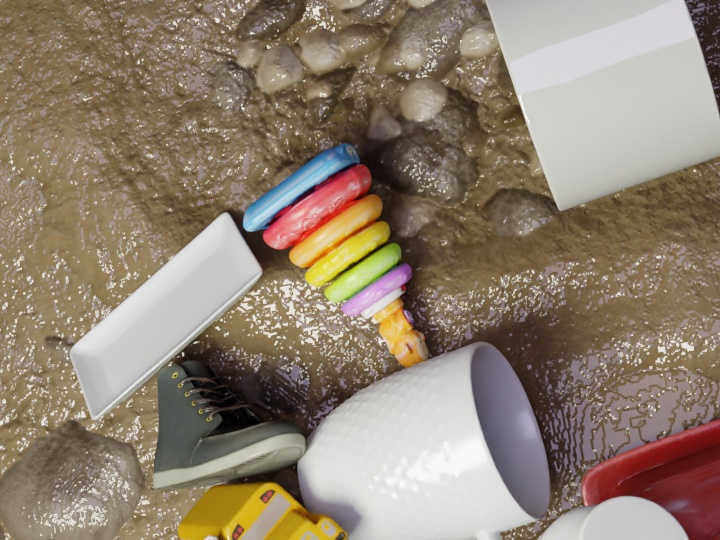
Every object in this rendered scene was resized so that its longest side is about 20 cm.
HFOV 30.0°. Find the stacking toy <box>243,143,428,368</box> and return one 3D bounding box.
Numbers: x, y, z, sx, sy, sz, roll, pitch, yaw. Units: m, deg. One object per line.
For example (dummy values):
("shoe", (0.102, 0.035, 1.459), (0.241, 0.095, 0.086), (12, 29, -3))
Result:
("stacking toy", (0.000, 0.000, 1.156), (0.110, 0.116, 0.200), (-35, 88, 10))

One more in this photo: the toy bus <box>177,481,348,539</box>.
("toy bus", (-0.082, 0.215, 1.088), (0.078, 0.200, 0.065), (46, 68, -8))

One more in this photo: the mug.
("mug", (0.050, 0.179, 1.083), (0.175, 0.148, 0.201), (-22, 67, 22))

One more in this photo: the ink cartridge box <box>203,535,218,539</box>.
("ink cartridge box", (-0.101, 0.310, 1.072), (0.085, 0.200, 0.146), (-38, 74, -22))

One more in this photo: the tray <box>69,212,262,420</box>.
("tray", (-0.172, 0.043, 1.204), (0.200, 0.022, 0.107), (-41, 41, 5))

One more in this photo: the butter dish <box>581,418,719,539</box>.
("butter dish", (0.284, 0.216, 1.028), (0.199, 0.148, 0.200), (-21, 78, 10))

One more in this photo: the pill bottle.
("pill bottle", (0.168, 0.237, 0.985), (0.108, 0.200, 0.109), (5, 61, -9))

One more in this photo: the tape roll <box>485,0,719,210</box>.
("tape roll", (0.192, -0.164, 1.071), (0.139, 0.203, 0.203), (-20, 79, 11))

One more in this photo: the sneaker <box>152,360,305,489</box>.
("sneaker", (-0.122, 0.122, 1.132), (0.200, 0.075, 0.107), (-21, 72, 49))
